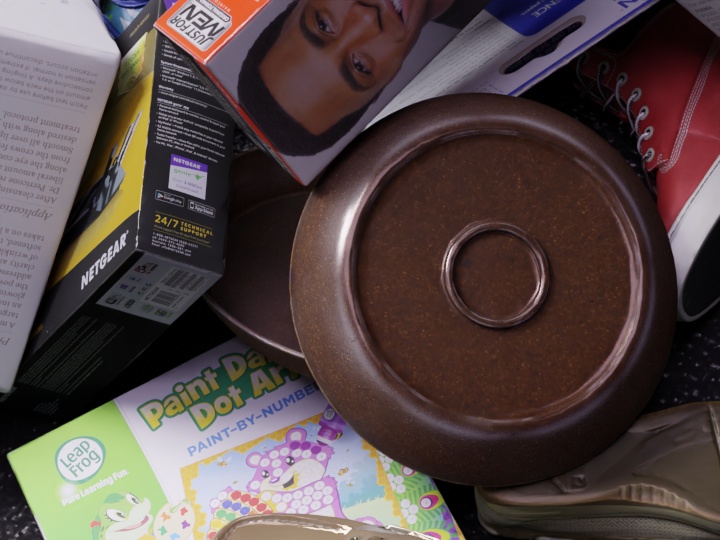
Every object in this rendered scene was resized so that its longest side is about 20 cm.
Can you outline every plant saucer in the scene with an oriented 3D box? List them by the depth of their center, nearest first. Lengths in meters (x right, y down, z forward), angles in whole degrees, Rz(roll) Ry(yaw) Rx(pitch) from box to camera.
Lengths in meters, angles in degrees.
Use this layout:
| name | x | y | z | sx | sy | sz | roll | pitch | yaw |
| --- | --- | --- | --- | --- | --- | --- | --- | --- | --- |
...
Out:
| name | x | y | z | sx | sy | sz | roll | pitch | yaw |
| --- | --- | --- | --- | --- | --- | --- | --- | --- | --- |
| plant saucer | 0.065 | 0.006 | 1.396 | 0.199 | 0.034 | 0.202 | 1 | 79 | -7 |
| plant saucer | 0.000 | 0.000 | 1.485 | 0.199 | 0.035 | 0.201 | 7 | 37 | -5 |

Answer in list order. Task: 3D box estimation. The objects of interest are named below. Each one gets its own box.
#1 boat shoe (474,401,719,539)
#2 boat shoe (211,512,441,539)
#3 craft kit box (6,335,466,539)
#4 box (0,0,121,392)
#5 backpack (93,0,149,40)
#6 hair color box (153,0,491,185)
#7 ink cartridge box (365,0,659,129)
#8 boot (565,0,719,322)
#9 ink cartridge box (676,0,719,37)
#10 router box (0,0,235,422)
| name | x | y | z | sx | sy | sz | roll | pitch | yaw |
| --- | --- | --- | --- | --- | --- | --- | --- | --- | --- |
| boat shoe | 0.158 | 0.114 | 1.423 | 0.199 | 0.063 | 0.074 | -1 | 56 | 4 |
| boat shoe | 0.012 | 0.155 | 1.369 | 0.199 | 0.065 | 0.072 | 16 | 65 | 19 |
| craft kit box | -0.058 | 0.136 | 1.457 | 0.199 | 0.049 | 0.198 | -27 | 57 | -5 |
| box | -0.216 | -0.064 | 1.475 | 0.106 | 0.201 | 0.152 | 12 | 23 | -22 |
| backpack | -0.114 | -0.219 | 1.605 | 0.183 | 0.147 | 0.200 | -38 | 59 | -12 |
| hair color box | 0.005 | -0.151 | 1.389 | 0.200 | 0.102 | 0.061 | -45 | 40 | -4 |
| ink cartridge box | 0.071 | -0.132 | 1.533 | 0.197 | 0.047 | 0.200 | -34 | 36 | -9 |
| boot | 0.155 | -0.068 | 1.512 | 0.143 | 0.073 | 0.201 | 17 | 58 | 20 |
| ink cartridge box | 0.266 | -0.162 | 1.464 | 0.083 | 0.200 | 0.146 | -12 | 49 | 55 |
| router box | -0.132 | -0.031 | 1.482 | 0.052 | 0.200 | 0.158 | 17 | 57 | -24 |
